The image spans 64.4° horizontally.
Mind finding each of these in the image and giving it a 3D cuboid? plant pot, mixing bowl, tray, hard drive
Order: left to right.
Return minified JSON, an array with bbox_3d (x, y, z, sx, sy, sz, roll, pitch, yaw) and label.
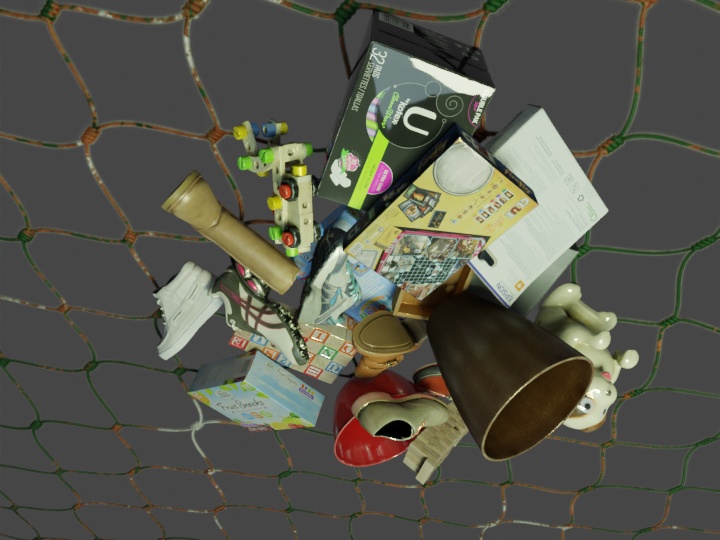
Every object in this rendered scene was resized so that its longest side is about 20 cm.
[{"bbox_3d":[0.027,0.253,1.048,0.199,0.109,0.201,-15,134,-17],"label":"mixing bowl"},{"bbox_3d":[0.119,-0.015,0.848,0.098,0.037,0.201,10,122,-9],"label":"tray"},{"bbox_3d":[0.186,0.128,0.812,0.186,0.200,0.188,-20,134,-22],"label":"plant pot"},{"bbox_3d":[0.225,0.013,0.904,0.139,0.033,0.200,18,129,-11],"label":"hard drive"}]

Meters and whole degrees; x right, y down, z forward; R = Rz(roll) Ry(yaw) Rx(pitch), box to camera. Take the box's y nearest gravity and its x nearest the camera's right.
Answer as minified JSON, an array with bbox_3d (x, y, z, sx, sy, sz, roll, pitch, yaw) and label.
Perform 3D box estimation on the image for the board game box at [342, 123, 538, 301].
[{"bbox_3d":[0.092,-0.060,0.691,0.135,0.035,0.200,33,123,-25],"label":"board game box"}]

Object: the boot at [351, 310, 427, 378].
[{"bbox_3d":[0.027,0.126,0.937,0.155,0.200,0.077,-45,73,37],"label":"boot"}]

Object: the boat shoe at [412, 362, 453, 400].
[{"bbox_3d":[0.195,0.216,1.056,0.199,0.063,0.071,5,132,1],"label":"boat shoe"}]

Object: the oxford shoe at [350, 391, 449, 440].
[{"bbox_3d":[0.077,0.249,0.940,0.199,0.074,0.071,9,121,-35],"label":"oxford shoe"}]

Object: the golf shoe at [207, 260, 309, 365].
[{"bbox_3d":[-0.155,0.077,0.891,0.088,0.200,0.077,-38,163,-4],"label":"golf shoe"}]

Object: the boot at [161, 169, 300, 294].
[{"bbox_3d":[-0.168,-0.047,0.793,0.200,0.175,0.066,40,86,-10],"label":"boot"}]

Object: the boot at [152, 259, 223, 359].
[{"bbox_3d":[-0.310,0.063,0.965,0.095,0.074,0.200,38,114,-18],"label":"boot"}]

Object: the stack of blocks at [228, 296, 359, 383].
[{"bbox_3d":[-0.111,0.109,0.988,0.199,0.059,0.115,24,127,-15],"label":"stack of blocks"}]

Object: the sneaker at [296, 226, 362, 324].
[{"bbox_3d":[-0.034,0.012,0.854,0.086,0.078,0.200,12,140,-11],"label":"sneaker"}]

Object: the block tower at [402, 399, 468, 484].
[{"bbox_3d":[0.153,0.296,1.041,0.058,0.200,0.054,34,129,22],"label":"block tower"}]

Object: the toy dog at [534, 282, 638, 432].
[{"bbox_3d":[0.329,0.149,0.901,0.194,0.200,0.139,-34,120,27],"label":"toy dog"}]

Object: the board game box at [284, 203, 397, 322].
[{"bbox_3d":[0.000,0.000,0.905,0.200,0.037,0.151,38,122,-24],"label":"board game box"}]

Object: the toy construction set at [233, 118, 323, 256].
[{"bbox_3d":[-0.104,-0.098,0.770,0.131,0.092,0.201,24,137,44],"label":"toy construction set"}]

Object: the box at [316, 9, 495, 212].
[{"bbox_3d":[0.047,-0.179,0.697,0.148,0.125,0.200,17,128,-10],"label":"box"}]

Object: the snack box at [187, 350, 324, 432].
[{"bbox_3d":[-0.194,0.228,1.050,0.200,0.068,0.169,-20,129,42],"label":"snack box"}]

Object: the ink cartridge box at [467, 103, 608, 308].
[{"bbox_3d":[0.211,-0.081,0.772,0.200,0.041,0.200,-44,118,2],"label":"ink cartridge box"}]
